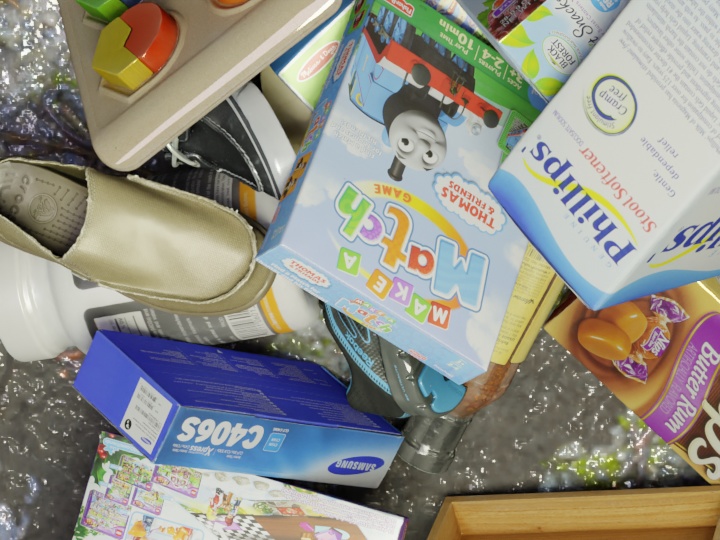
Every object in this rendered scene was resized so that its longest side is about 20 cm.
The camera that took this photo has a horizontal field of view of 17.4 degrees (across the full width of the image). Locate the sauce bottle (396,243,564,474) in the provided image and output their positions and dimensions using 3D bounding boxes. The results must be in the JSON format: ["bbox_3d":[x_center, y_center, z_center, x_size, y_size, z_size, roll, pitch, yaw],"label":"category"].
[{"bbox_3d":[0.079,0.039,1.511,0.066,0.066,0.200,29,109,2],"label":"sauce bottle"}]

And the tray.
[{"bbox_3d":[0.138,0.184,1.494,0.200,0.099,0.037,-4,121,23],"label":"tray"}]

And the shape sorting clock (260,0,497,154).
[{"bbox_3d":[0.036,-0.131,1.494,0.200,0.039,0.200,0,102,-2],"label":"shape sorting clock"}]

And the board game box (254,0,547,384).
[{"bbox_3d":[0.036,-0.055,1.401,0.151,0.200,0.037,31,150,-20],"label":"board game box"}]

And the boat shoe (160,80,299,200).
[{"bbox_3d":[-0.102,-0.093,1.451,0.068,0.200,0.072,-30,135,-14],"label":"boat shoe"}]

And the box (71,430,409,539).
[{"bbox_3d":[-0.084,0.192,1.461,0.200,0.039,0.137,16,86,8],"label":"box"}]

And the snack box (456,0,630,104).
[{"bbox_3d":[0.153,-0.199,1.377,0.200,0.169,0.068,-40,112,6],"label":"snack box"}]

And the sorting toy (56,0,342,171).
[{"bbox_3d":[-0.110,-0.180,1.445,0.185,0.200,0.036,-37,135,15],"label":"sorting toy"}]

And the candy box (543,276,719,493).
[{"bbox_3d":[0.228,0.061,1.476,0.200,0.056,0.117,42,133,-2],"label":"candy box"}]

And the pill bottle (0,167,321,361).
[{"bbox_3d":[-0.132,-0.003,1.510,0.200,0.116,0.117,-9,101,11],"label":"pill bottle"}]

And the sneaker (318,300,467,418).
[{"bbox_3d":[0.000,0.000,1.472,0.082,0.073,0.200,-9,98,43],"label":"sneaker"}]

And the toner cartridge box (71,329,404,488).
[{"bbox_3d":[-0.074,0.088,1.471,0.095,0.200,0.043,40,109,41],"label":"toner cartridge box"}]

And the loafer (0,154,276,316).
[{"bbox_3d":[-0.148,-0.021,1.420,0.200,0.067,0.076,13,87,13],"label":"loafer"}]

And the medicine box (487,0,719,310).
[{"bbox_3d":[0.203,-0.089,1.322,0.103,0.182,0.200,51,125,20],"label":"medicine box"}]
